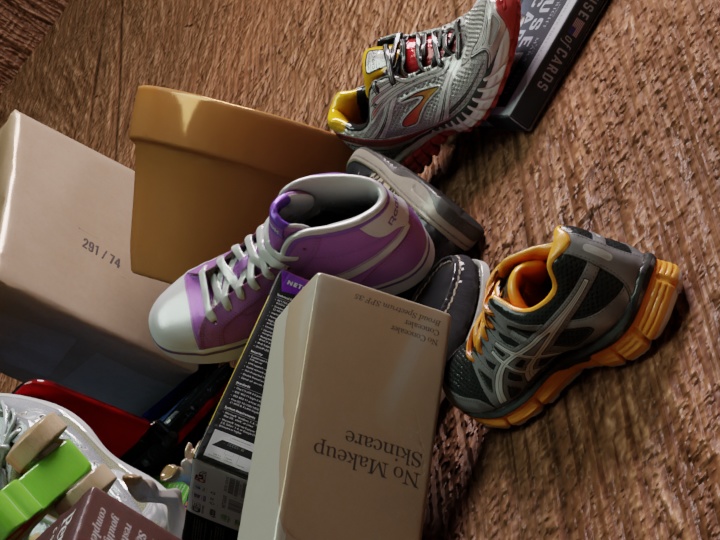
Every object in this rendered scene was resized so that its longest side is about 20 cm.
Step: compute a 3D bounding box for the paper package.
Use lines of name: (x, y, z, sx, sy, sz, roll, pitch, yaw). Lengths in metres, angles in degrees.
paper package: (-0.232, 0.000, 1.982, 0.103, 0.199, 0.191, -39, 35, 38)

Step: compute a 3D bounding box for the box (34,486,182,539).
box: (-0.171, 0.277, 1.530, 0.200, 0.164, 0.166, -42, 22, 38)

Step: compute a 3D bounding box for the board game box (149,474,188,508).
board game box: (-0.144, 0.198, 1.825, 0.096, 0.030, 0.200, -62, 16, -15)

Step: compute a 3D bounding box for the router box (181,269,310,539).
router box: (-0.065, 0.117, 1.580, 0.200, 0.051, 0.150, 103, -170, -56)

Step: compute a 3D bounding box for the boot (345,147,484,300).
boot: (0.000, 0.000, 1.712, 0.151, 0.073, 0.200, -55, 24, -1)

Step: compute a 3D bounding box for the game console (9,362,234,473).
game console: (-0.221, 0.127, 1.931, 0.200, 0.119, 0.172, -40, 5, 41)

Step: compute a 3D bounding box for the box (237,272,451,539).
box: (-0.012, 0.115, 1.436, 0.078, 0.094, 0.201, 132, 150, -56)

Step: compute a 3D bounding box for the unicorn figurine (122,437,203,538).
unicorn figurine: (-0.143, 0.217, 1.668, 0.200, 0.138, 0.074, -39, 35, -12)

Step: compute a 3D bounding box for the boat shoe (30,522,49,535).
boat shoe: (-0.237, 0.206, 1.845, 0.200, 0.070, 0.072, -4, 53, 42)

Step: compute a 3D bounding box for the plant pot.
plant pot: (-0.092, -0.047, 1.871, 0.200, 0.199, 0.141, -170, 97, -71)

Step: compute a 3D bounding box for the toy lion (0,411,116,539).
toy lion: (-0.263, 0.192, 1.634, 0.192, 0.069, 0.200, -42, -2, -39)

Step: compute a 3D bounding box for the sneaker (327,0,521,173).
sneaker: (0.045, -0.133, 1.728, 0.200, 0.082, 0.078, -43, 27, 45)

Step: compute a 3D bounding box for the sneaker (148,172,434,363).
sneaker: (-0.062, -0.011, 1.589, 0.200, 0.114, 0.073, -23, 60, 12)

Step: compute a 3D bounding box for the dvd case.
dvd case: (0.114, -0.170, 1.777, 0.151, 0.025, 0.200, -60, 17, -6)

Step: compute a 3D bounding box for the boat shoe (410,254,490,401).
boat shoe: (0.018, 0.069, 1.559, 0.201, 0.060, 0.074, -62, 18, -15)

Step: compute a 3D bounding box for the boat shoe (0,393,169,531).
boat shoe: (-0.219, 0.147, 1.763, 0.075, 0.201, 0.065, -62, -26, 8)

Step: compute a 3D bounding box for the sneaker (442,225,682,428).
sneaker: (0.099, 0.026, 1.395, 0.200, 0.077, 0.079, -37, 28, 51)

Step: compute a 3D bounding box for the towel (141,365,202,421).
towel: (-0.162, 0.054, 2.082, 0.200, 0.049, 0.148, -49, 18, 24)
